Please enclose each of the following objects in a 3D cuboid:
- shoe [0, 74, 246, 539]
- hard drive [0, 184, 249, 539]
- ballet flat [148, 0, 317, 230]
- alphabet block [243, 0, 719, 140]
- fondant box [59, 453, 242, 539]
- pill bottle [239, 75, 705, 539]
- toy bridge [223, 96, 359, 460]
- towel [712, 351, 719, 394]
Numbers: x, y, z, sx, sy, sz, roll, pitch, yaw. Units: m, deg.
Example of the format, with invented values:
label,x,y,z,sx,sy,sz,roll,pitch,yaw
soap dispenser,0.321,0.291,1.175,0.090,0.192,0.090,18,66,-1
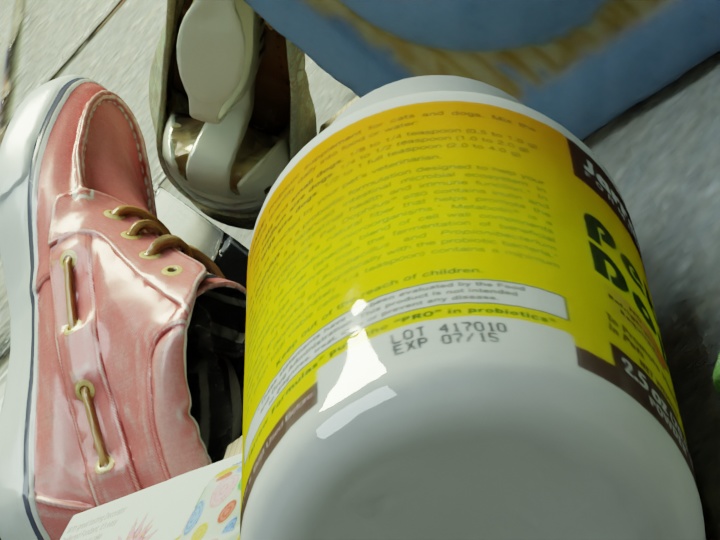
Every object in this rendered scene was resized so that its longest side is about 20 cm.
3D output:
label,x,y,z,sx,sy,sz,roll,pitch,yaw
shoe,-0.075,0.008,0.936,0.091,0.071,0.201,-20,53,28
hard drive,-0.116,0.062,1.043,0.200,0.038,0.140,-51,20,-2
ballet flat,-0.051,-0.066,0.963,0.201,0.067,0.063,92,-166,-52
alphabet block,0.054,-0.183,0.858,0.195,0.196,0.201,-30,28,42
fondant box,-0.072,0.152,0.752,0.144,0.058,0.201,-24,34,53
pill bottle,0.024,0.025,0.684,0.109,0.109,0.200,-44,21,20
toy bridge,0.000,0.000,0.905,0.067,0.027,0.200,-37,24,33
towel,0.165,-0.063,0.660,0.149,0.031,0.201,-30,31,52
